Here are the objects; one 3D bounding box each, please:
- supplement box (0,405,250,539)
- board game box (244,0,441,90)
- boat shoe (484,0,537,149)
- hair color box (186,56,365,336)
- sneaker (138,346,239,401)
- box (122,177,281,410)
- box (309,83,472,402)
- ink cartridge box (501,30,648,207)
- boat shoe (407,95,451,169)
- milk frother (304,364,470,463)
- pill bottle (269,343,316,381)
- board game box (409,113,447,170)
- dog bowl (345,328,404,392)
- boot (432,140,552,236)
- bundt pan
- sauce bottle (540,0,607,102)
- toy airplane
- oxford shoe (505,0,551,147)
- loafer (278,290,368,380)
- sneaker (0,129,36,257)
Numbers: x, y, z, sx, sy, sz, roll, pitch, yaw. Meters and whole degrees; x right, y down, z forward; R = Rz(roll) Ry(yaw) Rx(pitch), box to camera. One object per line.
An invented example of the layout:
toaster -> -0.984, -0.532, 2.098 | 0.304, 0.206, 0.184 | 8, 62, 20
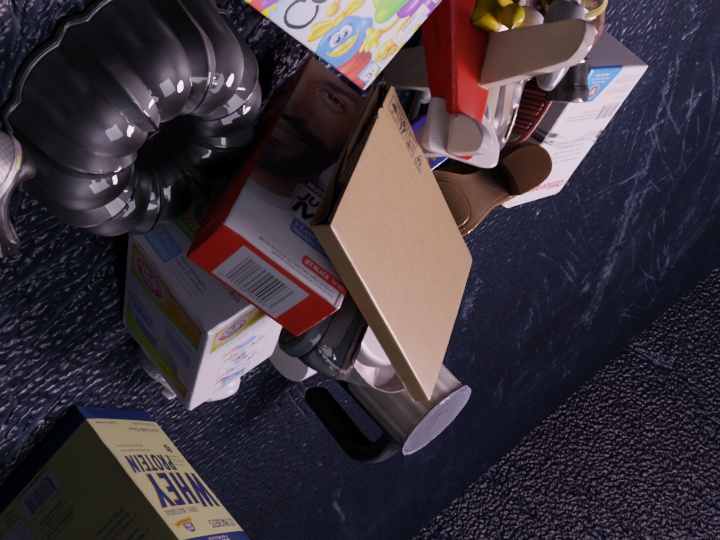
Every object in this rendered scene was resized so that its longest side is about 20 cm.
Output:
supplement box -> -0.259, 0.280, 1.094 | 0.200, 0.200, 0.134 | -47, 158, 8
board game box -> -0.035, -0.218, 0.727 | 0.105, 0.103, 0.200 | -48, 158, 10
boat shoe -> 0.127, -0.204, 1.011 | 0.073, 0.074, 0.201 | 14, 96, -49
hair color box -> -0.044, -0.063, 0.848 | 0.064, 0.111, 0.200 | -34, -153, 44
sneaker -> -0.132, 0.064, 1.108 | 0.200, 0.075, 0.115 | -32, 157, -17
box -> -0.133, 0.024, 0.934 | 0.101, 0.113, 0.200 | -34, 168, -25
box -> 0.032, -0.020, 0.853 | 0.200, 0.021, 0.164 | 61, 37, -38
ink cartridge box -> 0.228, -0.184, 1.275 | 0.146, 0.084, 0.200 | -16, 145, -50
boat shoe -> 0.090, -0.152, 1.122 | 0.075, 0.062, 0.200 | -36, 158, -25
milk frother -> 0.048, 0.136, 1.394 | 0.200, 0.188, 0.181 | -18, 147, -48
pill bottle -> -0.013, 0.050, 1.234 | 0.200, 0.112, 0.112 | -26, 152, -37
board game box -> -0.021, -0.068, 1.010 | 0.200, 0.045, 0.134 | -38, -169, -16
dog bowl -> 0.009, 0.027, 1.113 | 0.200, 0.059, 0.201 | 7, 82, -57
boot -> 0.094, -0.084, 1.120 | 0.200, 0.077, 0.155 | -28, -172, -4
bundt pan -> -0.150, -0.103, 0.769 | 0.202, 0.076, 0.202 | -37, 157, -19
sauce bottle -> 0.200, -0.258, 0.997 | 0.065, 0.065, 0.201 | -15, 109, -51
toy airplane -> 0.102, -0.184, 0.899 | 0.141, 0.200, 0.199 | -12, 145, -33
oxford shoe -> 0.177, -0.215, 1.079 | 0.075, 0.070, 0.201 | 31, 79, -79
loafer -> 0.000, 0.000, 0.902 | 0.072, 0.063, 0.200 | -15, -139, 55
sneaker -> -0.273, -0.016, 0.708 | 0.087, 0.074, 0.200 | -1, 128, -51
